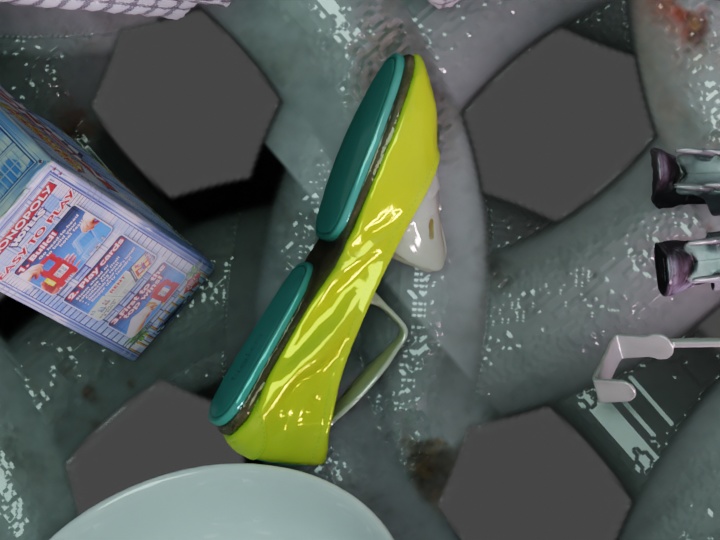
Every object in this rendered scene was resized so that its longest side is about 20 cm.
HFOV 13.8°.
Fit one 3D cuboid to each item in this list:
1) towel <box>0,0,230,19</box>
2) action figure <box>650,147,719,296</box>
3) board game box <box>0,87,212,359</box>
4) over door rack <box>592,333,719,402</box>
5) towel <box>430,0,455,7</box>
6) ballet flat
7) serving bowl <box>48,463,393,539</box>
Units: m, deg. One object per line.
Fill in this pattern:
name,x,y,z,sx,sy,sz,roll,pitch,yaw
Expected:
towel,-0.135,-0.220,1.346,0.166,0.086,0.200,1,82,-33
action figure,0.232,-0.024,1.340,0.200,0.069,0.130,-3,76,1
board game box,-0.171,-0.050,1.307,0.200,0.200,0.062,41,91,6
over door rack,0.214,0.075,1.306,0.200,0.067,0.148,-9,121,15
towel,0.023,-0.228,1.319,0.086,0.166,0.200,-24,86,2
ballet flat,0.000,0.000,1.370,0.067,0.067,0.200,26,92,-14
serving bowl,-0.068,0.182,1.324,0.200,0.066,0.200,-9,45,9
